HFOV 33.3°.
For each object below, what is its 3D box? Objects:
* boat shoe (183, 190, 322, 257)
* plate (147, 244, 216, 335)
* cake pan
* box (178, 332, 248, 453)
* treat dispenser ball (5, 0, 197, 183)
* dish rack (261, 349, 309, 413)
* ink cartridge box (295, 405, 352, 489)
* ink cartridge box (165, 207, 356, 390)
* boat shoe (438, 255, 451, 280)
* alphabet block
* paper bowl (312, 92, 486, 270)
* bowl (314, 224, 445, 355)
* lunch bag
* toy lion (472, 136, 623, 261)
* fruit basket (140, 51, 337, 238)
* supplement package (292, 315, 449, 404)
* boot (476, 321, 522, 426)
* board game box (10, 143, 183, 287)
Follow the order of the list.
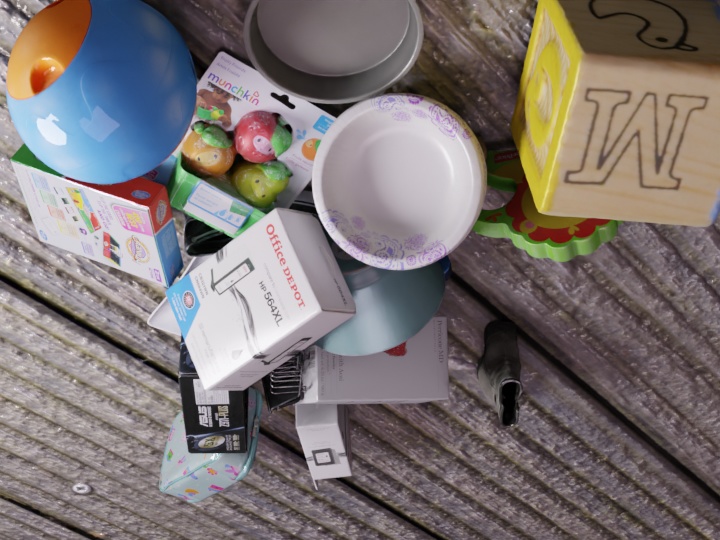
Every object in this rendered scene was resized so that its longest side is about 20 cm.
[{"bbox_3d":[-0.133,-0.054,1.558,0.197,0.068,0.074,-4,141,2],"label":"boat shoe"},{"bbox_3d":[-0.174,0.041,1.701,0.199,0.033,0.200,19,135,-24],"label":"plate"},{"bbox_3d":[-0.030,-0.269,1.325,0.198,0.037,0.201,-1,141,-1],"label":"cake pan"},{"bbox_3d":[-0.199,0.132,1.656,0.085,0.165,0.201,0,141,-3],"label":"box"},{"bbox_3d":[-0.274,-0.194,1.277,0.199,0.202,0.202,-1,141,-1],"label":"treat dispenser ball"},{"bbox_3d":[-0.109,0.085,1.595,0.054,0.154,0.200,-11,156,-12],"label":"dish rack"},{"bbox_3d":[-0.054,0.247,1.893,0.066,0.117,0.201,-7,141,4],"label":"ink cartridge box"},{"bbox_3d":[-0.123,0.037,1.473,0.199,0.147,0.084,-35,158,25],"label":"ink cartridge box"},{"bbox_3d":[0.029,0.013,1.640,0.198,0.085,0.069,-6,137,15],"label":"boat shoe"},{"bbox_3d":[0.290,-0.181,1.302,0.198,0.196,0.198,3,125,-9],"label":"alphabet block"},{"bbox_3d":[0.049,-0.107,1.407,0.199,0.104,0.203,2,99,10],"label":"paper bowl"},{"bbox_3d":[0.000,0.000,1.535,0.199,0.202,0.105,-12,134,12],"label":"bowl"},{"bbox_3d":[-0.229,0.262,1.873,0.077,0.161,0.200,30,137,-27],"label":"lunch bag"},{"bbox_3d":[0.212,-0.089,1.434,0.198,0.193,0.069,-11,140,12],"label":"toy lion"},{"bbox_3d":[-0.140,-0.138,1.437,0.184,0.094,0.200,28,124,-24],"label":"fruit basket"},{"bbox_3d":[0.012,0.126,1.688,0.198,0.122,0.120,1,171,-21],"label":"supplement package"},{"bbox_3d":[0.213,0.182,1.813,0.067,0.131,0.201,-4,141,4],"label":"boot"},{"bbox_3d":[-0.323,-0.069,1.487,0.199,0.040,0.154,19,144,16],"label":"board game box"}]
